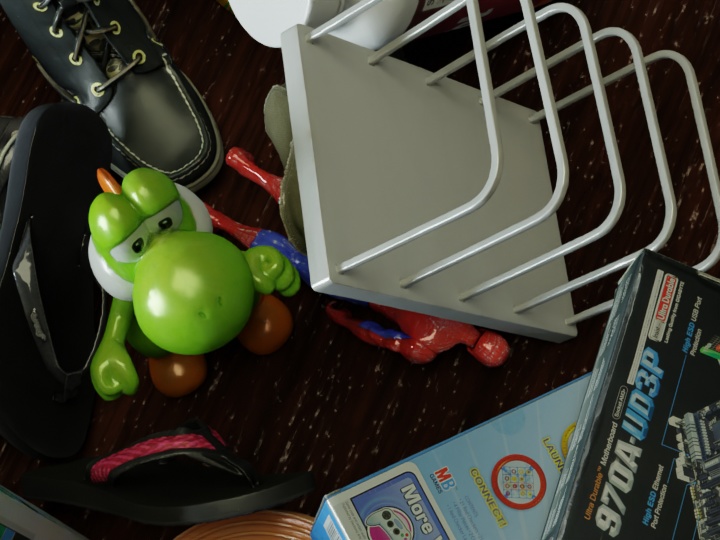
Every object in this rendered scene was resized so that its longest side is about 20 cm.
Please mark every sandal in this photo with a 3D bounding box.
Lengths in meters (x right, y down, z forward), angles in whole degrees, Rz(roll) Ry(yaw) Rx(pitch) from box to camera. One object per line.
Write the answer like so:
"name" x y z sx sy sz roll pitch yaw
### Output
"sandal" -0.171 0.006 0.937 0.043 0.076 0.203 2 88 44
"sandal" -0.109 0.101 0.880 0.198 0.075 0.046 0 95 41

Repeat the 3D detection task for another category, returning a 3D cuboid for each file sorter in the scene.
"file sorter" 0.077 -0.060 0.861 0.124 0.199 0.140 -26 64 39

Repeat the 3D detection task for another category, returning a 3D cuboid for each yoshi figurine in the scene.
"yoshi figurine" -0.088 0.019 0.876 0.111 0.200 0.114 13 73 12

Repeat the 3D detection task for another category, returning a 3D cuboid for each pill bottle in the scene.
"pill bottle" 0.024 -0.185 0.930 0.199 0.113 0.113 -19 66 -35

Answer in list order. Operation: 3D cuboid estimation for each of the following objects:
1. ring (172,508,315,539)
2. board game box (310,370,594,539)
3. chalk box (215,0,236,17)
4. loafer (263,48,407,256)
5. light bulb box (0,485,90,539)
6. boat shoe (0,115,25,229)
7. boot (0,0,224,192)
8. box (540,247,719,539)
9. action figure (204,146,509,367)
"ring" -0.042 0.222 0.858 0.198 0.019 0.203 1 91 28
"board game box" 0.107 0.163 0.797 0.194 0.056 0.201 -22 70 -20
"chalk box" -0.075 -0.253 0.965 0.124 0.200 0.125 40 80 19
"loafer" -0.017 -0.070 0.939 0.069 0.076 0.201 -12 32 19
"light bulb box" -0.268 0.137 0.863 0.197 0.200 0.126 25 77 15
"boat shoe" -0.210 -0.001 0.970 0.062 0.073 0.202 -8 66 9
"boot" -0.163 -0.143 0.965 0.073 0.154 0.204 -36 70 -5
"box" 0.172 0.108 0.778 0.157 0.046 0.202 21 62 0
"action figure" 0.000 0.000 0.949 0.199 0.052 0.066 31 83 23
